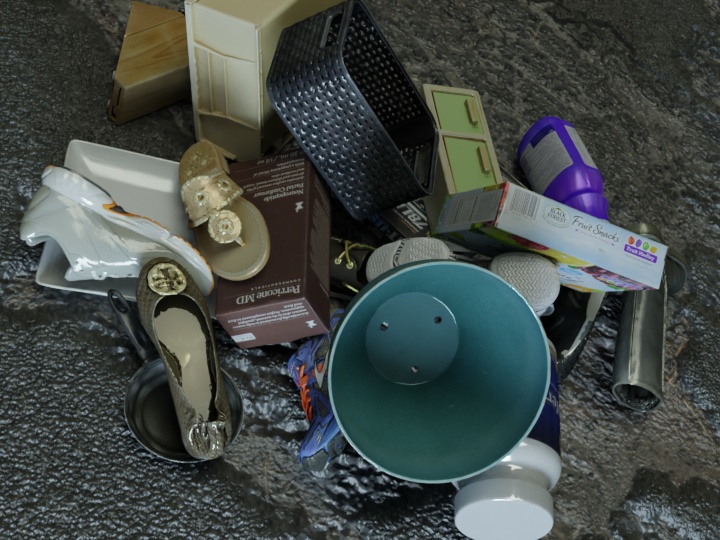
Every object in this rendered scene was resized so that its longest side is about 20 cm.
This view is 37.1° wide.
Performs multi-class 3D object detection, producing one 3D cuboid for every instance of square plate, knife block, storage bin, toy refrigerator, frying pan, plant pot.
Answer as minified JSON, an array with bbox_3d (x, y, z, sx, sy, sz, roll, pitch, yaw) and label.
[{"bbox_3d":[-0.226,-0.040,1.139,0.199,0.028,0.199,12,52,-13],"label":"square plate"},{"bbox_3d":[-0.200,-0.248,1.285,0.175,0.064,0.200,12,51,-13],"label":"knife block"},{"bbox_3d":[-0.102,-0.254,1.247,0.094,0.199,0.200,22,47,18],"label":"storage bin"},{"bbox_3d":[0.113,-0.122,1.251,0.076,0.070,0.200,4,54,-19],"label":"toy refrigerator"},{"bbox_3d":[-0.003,-0.171,1.149,0.200,0.094,0.135,54,30,-35],"label":"storage bin"},{"bbox_3d":[-0.200,0.112,1.028,0.190,0.031,0.115,34,51,5],"label":"frying pan"},{"bbox_3d":[0.061,0.079,1.002,0.200,0.201,0.135,15,8,-11],"label":"plant pot"}]

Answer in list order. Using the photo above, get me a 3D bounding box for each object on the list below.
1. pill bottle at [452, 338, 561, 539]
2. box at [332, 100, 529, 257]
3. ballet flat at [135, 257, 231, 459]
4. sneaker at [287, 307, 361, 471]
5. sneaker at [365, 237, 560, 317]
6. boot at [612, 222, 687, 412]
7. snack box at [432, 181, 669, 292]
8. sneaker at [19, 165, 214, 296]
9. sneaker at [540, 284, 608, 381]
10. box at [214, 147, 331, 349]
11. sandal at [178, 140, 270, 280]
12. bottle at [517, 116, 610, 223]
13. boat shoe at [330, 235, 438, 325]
[{"bbox_3d":[0.143,0.162,1.077,0.115,0.116,0.200,14,51,-11],"label":"pill bottle"},{"bbox_3d":[0.077,-0.099,1.293,0.200,0.050,0.198,42,52,12],"label":"box"},{"bbox_3d":[-0.161,0.078,1.001,0.067,0.046,0.201,-10,74,-22],"label":"ballet flat"},{"bbox_3d":[-0.038,0.116,1.078,0.078,0.075,0.200,12,43,1],"label":"sneaker"},{"bbox_3d":[0.109,0.021,1.124,0.199,0.115,0.075,5,74,14],"label":"sneaker"},{"bbox_3d":[0.339,0.066,1.249,0.182,0.072,0.201,30,53,-49],"label":"boot"},{"bbox_3d":[0.196,-0.031,1.122,0.200,0.142,0.053,20,82,-19],"label":"snack box"},{"bbox_3d":[-0.242,-0.016,1.061,0.200,0.076,0.092,31,77,-9],"label":"sneaker"},{"bbox_3d":[0.227,0.048,1.237,0.087,0.076,0.200,26,41,10],"label":"sneaker"},{"bbox_3d":[-0.088,-0.026,1.116,0.100,0.075,0.200,-12,54,15],"label":"box"},{"bbox_3d":[-0.161,-0.075,1.092,0.070,0.078,0.212,42,13,-44],"label":"sandal"},{"bbox_3d":[0.258,-0.104,1.330,0.065,0.084,0.200,15,38,-29],"label":"bottle"},{"bbox_3d":[0.000,0.000,1.178,0.201,0.061,0.072,28,49,0],"label":"boat shoe"}]
